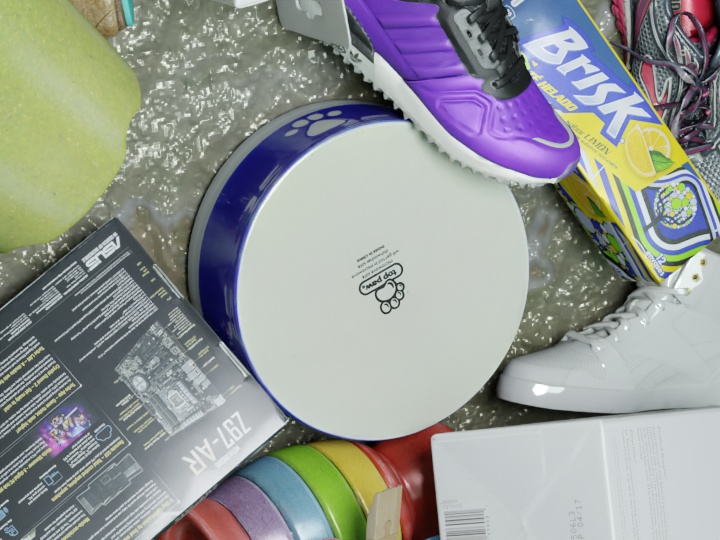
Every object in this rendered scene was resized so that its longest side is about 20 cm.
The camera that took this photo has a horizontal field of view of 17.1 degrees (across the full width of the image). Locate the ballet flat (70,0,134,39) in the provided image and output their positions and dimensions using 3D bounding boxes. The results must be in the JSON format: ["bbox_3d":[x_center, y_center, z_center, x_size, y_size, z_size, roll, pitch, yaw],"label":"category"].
[{"bbox_3d":[-0.175,-0.226,1.344,0.072,0.068,0.201,-7,109,-3],"label":"ballet flat"}]

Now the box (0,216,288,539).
[{"bbox_3d":[-0.167,0.093,1.385,0.200,0.044,0.160,-41,87,-11],"label":"box"}]

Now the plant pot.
[{"bbox_3d":[-0.225,-0.108,1.284,0.184,0.200,0.201,38,85,-37],"label":"plant pot"}]

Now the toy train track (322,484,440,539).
[{"bbox_3d":[0.028,0.173,1.432,0.200,0.032,0.115,-12,112,-50],"label":"toy train track"}]

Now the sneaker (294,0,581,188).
[{"bbox_3d":[0.059,-0.136,1.396,0.200,0.070,0.100,39,126,3],"label":"sneaker"}]

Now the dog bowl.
[{"bbox_3d":[0.000,0.000,1.456,0.199,0.079,0.201,-5,103,-23],"label":"dog bowl"}]

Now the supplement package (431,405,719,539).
[{"bbox_3d":[0.148,0.150,1.456,0.200,0.119,0.122,2,82,-56],"label":"supplement package"}]

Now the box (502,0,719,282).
[{"bbox_3d":[0.141,-0.090,1.481,0.064,0.070,0.200,-38,100,-12],"label":"box"}]

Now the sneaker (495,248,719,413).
[{"bbox_3d":[0.175,0.031,1.552,0.199,0.074,0.116,-3,101,-34],"label":"sneaker"}]

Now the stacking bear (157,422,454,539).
[{"bbox_3d":[-0.015,0.156,1.476,0.200,0.121,0.114,-23,118,-28],"label":"stacking bear"}]

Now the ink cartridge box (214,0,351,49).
[{"bbox_3d":[-0.074,-0.218,1.353,0.068,0.116,0.201,-19,108,-18],"label":"ink cartridge box"}]

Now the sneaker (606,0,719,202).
[{"bbox_3d":[0.202,-0.119,1.523,0.080,0.075,0.201,-16,108,-20],"label":"sneaker"}]
